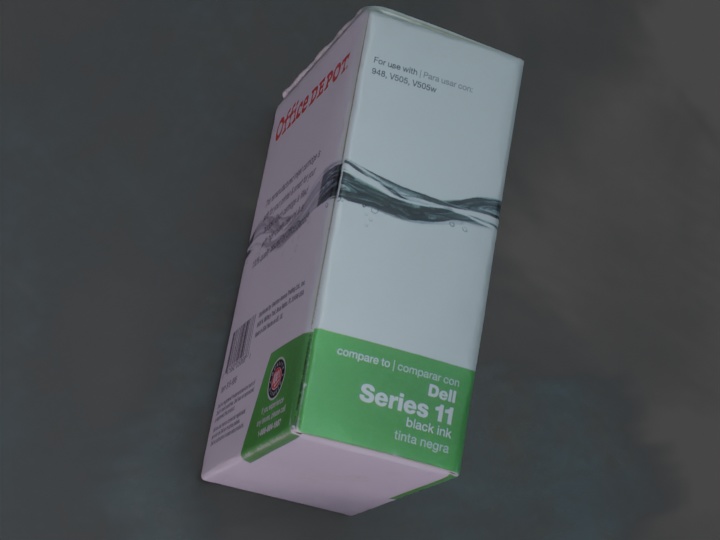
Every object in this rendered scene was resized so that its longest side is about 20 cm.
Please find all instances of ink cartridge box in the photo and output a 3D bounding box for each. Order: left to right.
[{"bbox_3d":[0.000,0.000,0.928,0.083,0.147,0.201,15,72,-16],"label":"ink cartridge box"}]
